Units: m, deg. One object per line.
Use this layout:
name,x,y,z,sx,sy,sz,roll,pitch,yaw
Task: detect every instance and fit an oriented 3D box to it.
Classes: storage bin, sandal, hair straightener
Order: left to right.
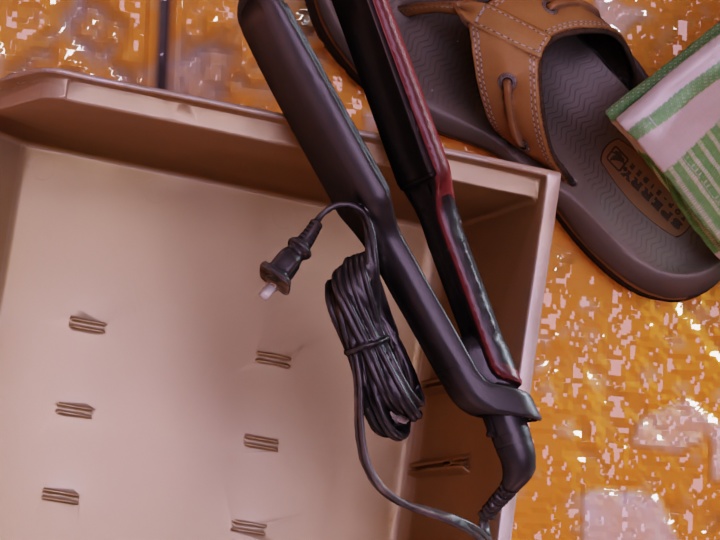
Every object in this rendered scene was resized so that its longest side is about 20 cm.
storage bin,-0.052,0.051,0.955,0.198,0.094,0.201,11,81,-19
hair straightener,0.000,0.000,0.916,0.077,0.041,0.201,-21,95,-21
sandal,0.069,-0.064,1.032,0.200,0.055,0.082,44,72,-10

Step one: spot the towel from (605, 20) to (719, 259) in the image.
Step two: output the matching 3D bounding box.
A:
towel,0.204,-0.033,1.039,0.152,0.023,0.200,-39,115,8
